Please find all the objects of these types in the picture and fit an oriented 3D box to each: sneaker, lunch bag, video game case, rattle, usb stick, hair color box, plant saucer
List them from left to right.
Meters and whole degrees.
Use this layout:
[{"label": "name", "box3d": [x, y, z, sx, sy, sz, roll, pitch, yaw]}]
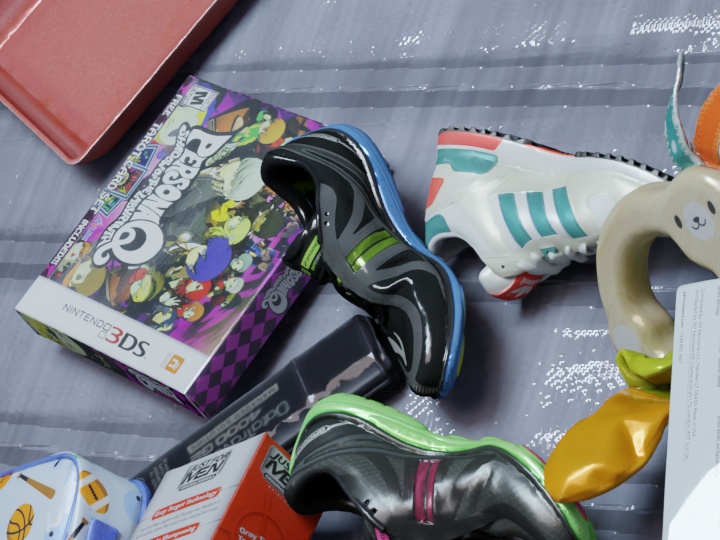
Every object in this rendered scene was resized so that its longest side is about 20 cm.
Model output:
[{"label": "lunch bag", "box3d": [-0.196, 0.212, 1.522, 0.160, 0.075, 0.201, -18, 53, 48]}, {"label": "plant saucer", "box3d": [-0.174, -0.182, 1.808, 0.200, 0.037, 0.200, -49, 47, -1]}, {"label": "hair color box", "box3d": [-0.100, 0.193, 1.440, 0.101, 0.061, 0.201, -24, 30, 45]}, {"label": "video game case", "box3d": [-0.102, -0.020, 1.637, 0.181, 0.036, 0.200, 23, 71, 43]}, {"label": "usb stick", "box3d": [-0.061, 0.098, 1.548, 0.200, 0.033, 0.056, -36, 51, 12]}, {"label": "sneaker", "box3d": [0.000, -0.001, 1.509, 0.082, 0.071, 0.200, -13, 55, -27]}, {"label": "sneaker", "box3d": [0.043, 0.131, 1.410, 0.199, 0.077, 0.084, 13, 61, 38]}, {"label": "sneaker", "box3d": [0.117, -0.022, 1.482, 0.199, 0.070, 0.094, 15, 90, 39]}, {"label": "rattle", "box3d": [0.144, -0.001, 1.328, 0.142, 0.201, 0.130, -17, 45, -20]}]

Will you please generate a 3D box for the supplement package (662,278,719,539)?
[{"label": "supplement package", "box3d": [0.272, 0.093, 1.195, 0.199, 0.191, 0.148, -11, 57, 30]}]
